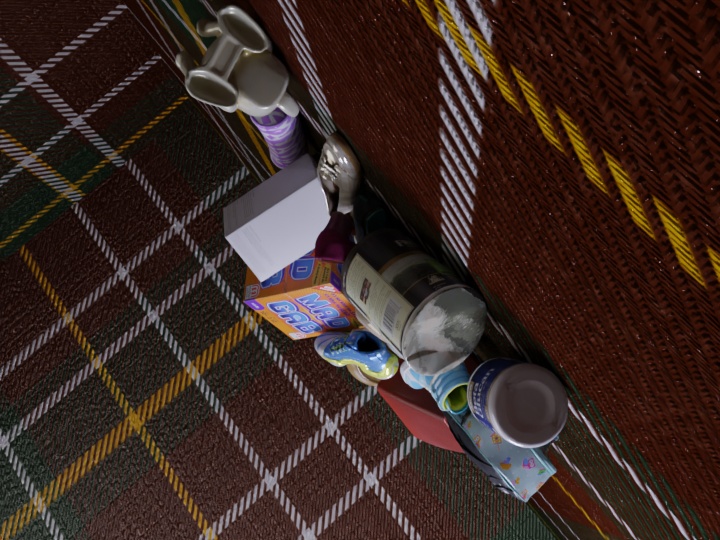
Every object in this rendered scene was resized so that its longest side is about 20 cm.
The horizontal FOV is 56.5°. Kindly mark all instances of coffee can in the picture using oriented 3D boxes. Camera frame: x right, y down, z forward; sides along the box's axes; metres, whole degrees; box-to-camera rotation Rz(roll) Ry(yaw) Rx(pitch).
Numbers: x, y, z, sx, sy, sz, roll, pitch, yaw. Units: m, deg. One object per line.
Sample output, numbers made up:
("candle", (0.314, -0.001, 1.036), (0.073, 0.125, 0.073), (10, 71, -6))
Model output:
("coffee can", (0.077, 0.043, 1.026), (0.200, 0.146, 0.147), (44, 172, 49))

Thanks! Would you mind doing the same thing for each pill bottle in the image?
("pill bottle", (0.219, 0.187, 0.988), (0.111, 0.111, 0.200), (50, 174, 0))

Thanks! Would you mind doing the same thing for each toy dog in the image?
("toy dog", (-0.187, -0.314, 1.048), (0.192, 0.141, 0.200), (19, -172, -24))

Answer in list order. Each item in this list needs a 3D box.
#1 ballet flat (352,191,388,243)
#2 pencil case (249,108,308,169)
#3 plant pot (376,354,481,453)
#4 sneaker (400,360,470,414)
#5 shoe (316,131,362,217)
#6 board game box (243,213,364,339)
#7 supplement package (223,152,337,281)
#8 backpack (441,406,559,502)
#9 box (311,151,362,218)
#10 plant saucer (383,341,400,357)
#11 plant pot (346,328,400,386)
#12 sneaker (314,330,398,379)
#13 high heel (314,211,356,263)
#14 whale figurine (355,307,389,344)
("ballet flat", (0.018, -0.064, 1.174), (0.073, 0.073, 0.201), (47, 161, 30))
("pencil case", (-0.149, -0.255, 1.224), (0.084, 0.085, 0.200), (14, 165, 10))
("plant pot", (0.190, 0.266, 1.419), (0.176, 0.200, 0.201), (25, 156, 53))
("sneaker", (0.134, 0.203, 1.182), (0.201, 0.078, 0.132), (109, 144, -60))
("shoe", (-0.036, -0.147, 1.096), (0.070, 0.053, 0.201), (43, 163, 21))
("board game box", (-0.098, 0.000, 1.390), (0.200, 0.197, 0.203), (46, -141, -51))
("supplement package", (-0.139, -0.099, 1.242), (0.120, 0.198, 0.122), (54, -172, -32))
("backpack", (0.252, 0.287, 1.161), (0.176, 0.153, 0.200), (51, -175, -23))
("box", (-0.012, -0.131, 1.260), (0.201, 0.021, 0.163), (53, 174, -23))
("plant saucer", (0.100, 0.132, 1.361), (0.198, 0.051, 0.201), (23, -151, -13))
("plant pot", (0.063, 0.176, 1.464), (0.201, 0.199, 0.028), (53, -176, -30))
("sneaker", (-0.017, 0.145, 1.335), (0.197, 0.076, 0.106), (13, 146, 29))
("high heel", (0.000, 0.000, 1.112), (0.200, 0.097, 0.067), (41, 143, -24))
("whale figurine", (0.087, 0.087, 1.245), (0.198, 0.105, 0.159), (26, -174, -29))
